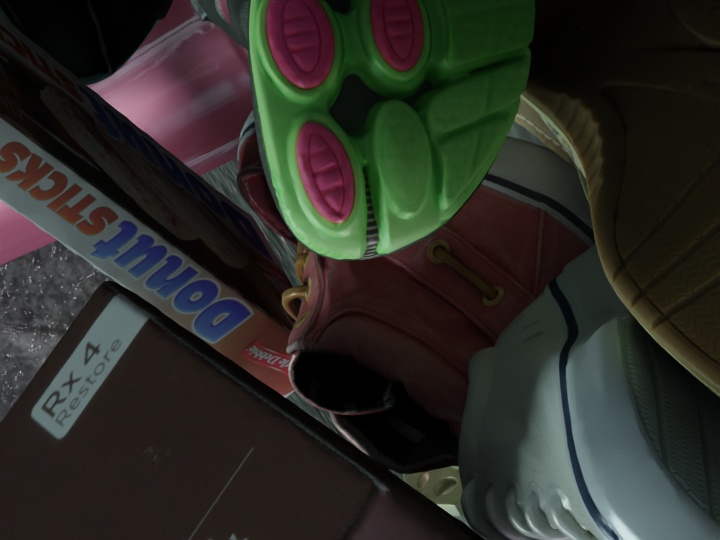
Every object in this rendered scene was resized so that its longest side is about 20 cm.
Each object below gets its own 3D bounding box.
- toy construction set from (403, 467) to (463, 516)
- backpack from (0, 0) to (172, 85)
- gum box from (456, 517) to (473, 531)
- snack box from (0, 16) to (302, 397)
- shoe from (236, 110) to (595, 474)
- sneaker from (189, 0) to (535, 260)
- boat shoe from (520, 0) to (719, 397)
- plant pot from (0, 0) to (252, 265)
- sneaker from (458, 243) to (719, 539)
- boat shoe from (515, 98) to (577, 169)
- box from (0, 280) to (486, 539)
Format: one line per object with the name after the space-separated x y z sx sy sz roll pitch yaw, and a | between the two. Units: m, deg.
0.106 0.118 1.193 0.200 0.092 0.131 45 179 -33 | toy construction set
-0.123 -0.160 0.919 0.153 0.176 0.200 11 158 30 | backpack
0.112 0.192 1.019 0.200 0.045 0.170 42 176 45 | gum box
-0.077 -0.025 0.905 0.200 0.024 0.072 39 -164 -54 | snack box
0.000 0.000 0.914 0.200 0.091 0.072 18 149 54 | shoe
-0.005 -0.080 0.752 0.084 0.077 0.200 112 158 -50 | sneaker
0.089 -0.023 0.708 0.063 0.073 0.200 48 -170 -41 | boat shoe
-0.113 -0.103 1.157 0.200 0.179 0.200 52 172 11 | plant pot
0.063 0.051 0.734 0.073 0.071 0.200 43 -170 -6 | sneaker
0.017 -0.078 0.870 0.200 0.069 0.074 48 172 40 | boat shoe
-0.017 0.139 0.813 0.200 0.166 0.164 37 177 -36 | box
